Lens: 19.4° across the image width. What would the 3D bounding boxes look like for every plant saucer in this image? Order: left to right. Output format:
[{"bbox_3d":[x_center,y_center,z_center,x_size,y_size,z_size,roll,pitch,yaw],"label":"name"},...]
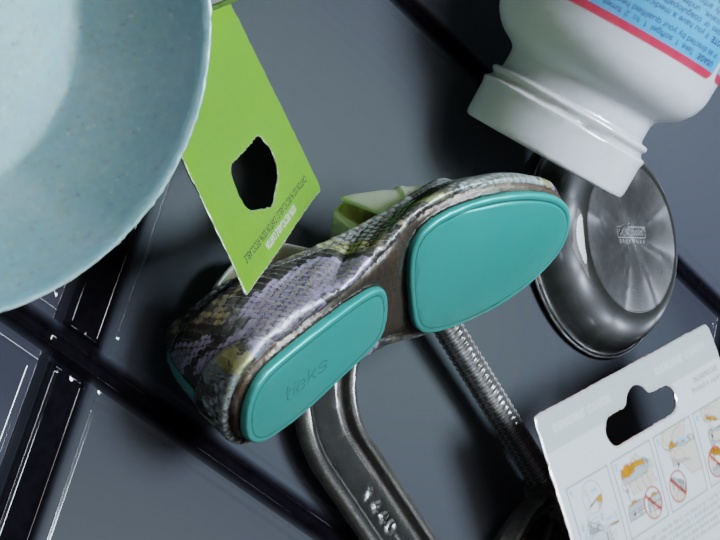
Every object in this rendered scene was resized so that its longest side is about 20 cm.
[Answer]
[{"bbox_3d":[-0.149,-0.083,0.691,0.201,0.039,0.201,-2,95,-24],"label":"plant saucer"}]

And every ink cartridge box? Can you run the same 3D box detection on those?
[{"bbox_3d":[-0.039,-0.113,0.796,0.148,0.076,0.200,-62,130,-70],"label":"ink cartridge box"},{"bbox_3d":[0.134,0.143,0.992,0.160,0.047,0.200,-22,98,-49],"label":"ink cartridge box"}]

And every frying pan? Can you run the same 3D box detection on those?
[{"bbox_3d":[0.129,-0.049,1.053,0.115,0.031,0.190,31,61,-41],"label":"frying pan"}]

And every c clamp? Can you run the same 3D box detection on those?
[{"bbox_3d":[0.046,0.073,0.930,0.200,0.027,0.171,53,52,-28],"label":"c clamp"}]

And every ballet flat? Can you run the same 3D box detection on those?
[{"bbox_3d":[0.000,0.000,0.848,0.200,0.072,0.072,-29,103,-37],"label":"ballet flat"}]

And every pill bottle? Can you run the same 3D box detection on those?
[{"bbox_3d":[0.132,-0.140,0.959,0.109,0.109,0.200,24,98,-44],"label":"pill bottle"}]
